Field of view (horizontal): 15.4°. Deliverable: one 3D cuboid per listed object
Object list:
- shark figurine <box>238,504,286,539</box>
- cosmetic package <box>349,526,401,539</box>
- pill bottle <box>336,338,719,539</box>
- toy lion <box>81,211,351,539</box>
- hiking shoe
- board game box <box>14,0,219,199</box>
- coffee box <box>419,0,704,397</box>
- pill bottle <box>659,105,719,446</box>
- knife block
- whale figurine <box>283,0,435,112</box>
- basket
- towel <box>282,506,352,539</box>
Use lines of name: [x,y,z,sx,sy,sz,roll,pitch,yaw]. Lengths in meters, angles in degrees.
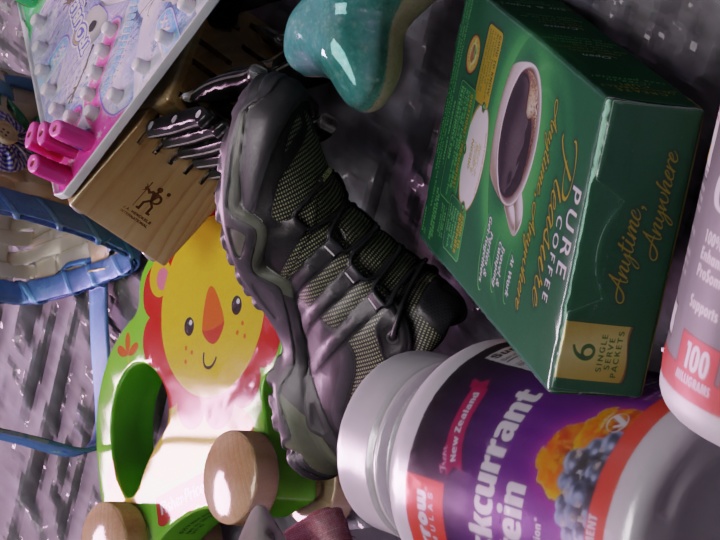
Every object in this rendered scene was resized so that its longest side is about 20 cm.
shark figurine: [-0.028,0.180,1.120,0.214,0.089,0.129,15,96,63]
cosmetic package: [0.050,0.213,1.199,0.199,0.051,0.152,16,107,50]
pill bottle: [0.082,0.090,1.103,0.199,0.111,0.112,13,102,51]
toy lion: [-0.076,0.049,1.349,0.200,0.068,0.193,-32,61,48]
hiking shoe: [0.000,0.000,1.212,0.100,0.076,0.201,-4,116,22]
board game box: [-0.115,-0.167,1.320,0.200,0.026,0.201,-50,34,24]
coffee box: [0.078,-0.038,1.097,0.200,0.044,0.124,-128,47,-68]
pill bottle: [0.183,-0.034,0.964,0.116,0.115,0.201,28,114,47]
knife block: [-0.074,-0.101,1.320,0.176,0.064,0.200,-47,30,14]
whale figurine: [0.008,-0.175,1.165,0.159,0.103,0.201,38,108,51]
basket: [-0.208,-0.008,1.414,0.139,0.176,0.202,-14,70,47]
towel: [-0.031,0.228,1.211,0.144,0.023,0.201,-32,65,22]
